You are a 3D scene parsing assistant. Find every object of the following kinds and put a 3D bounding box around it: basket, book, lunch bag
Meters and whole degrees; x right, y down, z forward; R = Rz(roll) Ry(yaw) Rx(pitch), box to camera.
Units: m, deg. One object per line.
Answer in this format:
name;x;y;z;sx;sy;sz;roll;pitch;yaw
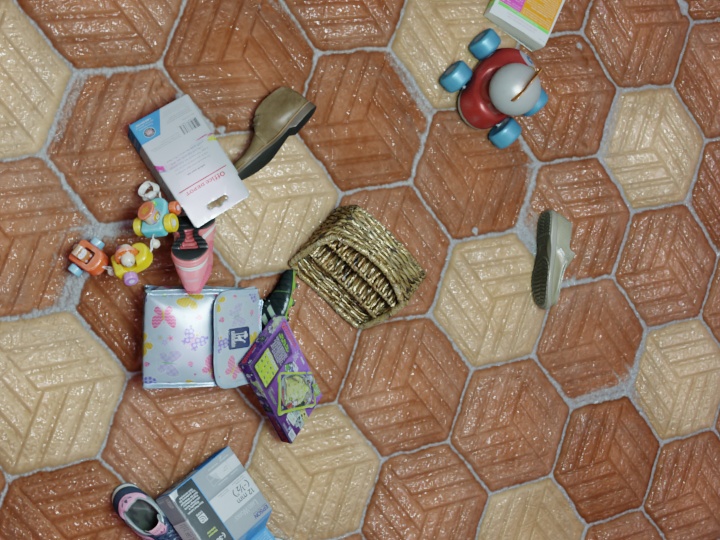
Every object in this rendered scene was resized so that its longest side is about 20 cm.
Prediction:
basket;0.000;0.000;1.676;0.200;0.143;0.149;46;75;-18
book;0.340;-0.556;1.848;0.133;0.048;0.200;29;80;-19
lunch bag;-0.264;0.108;1.572;0.199;0.127;0.170;2;93;-15

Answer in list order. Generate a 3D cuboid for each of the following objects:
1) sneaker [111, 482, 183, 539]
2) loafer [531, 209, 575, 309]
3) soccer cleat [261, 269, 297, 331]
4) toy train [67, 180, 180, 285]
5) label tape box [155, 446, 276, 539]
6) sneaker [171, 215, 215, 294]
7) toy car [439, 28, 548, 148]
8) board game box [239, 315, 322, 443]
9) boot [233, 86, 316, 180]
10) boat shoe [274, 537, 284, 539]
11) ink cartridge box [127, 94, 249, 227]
sneaker;-0.337;0.442;1.586;0.200;0.082;0.070;42;77;-19
loafer;0.391;-0.020;1.874;0.068;0.076;0.201;6;89;-17
soccer cleat;-0.170;0.086;1.654;0.081;0.068;0.201;21;84;-9
toy train;-0.385;-0.061;1.507;0.200;0.150;0.056;-50;149;-8
label tape box;-0.229;0.424;1.594;0.143;0.066;0.200;-36;90;-41
sneaker;-0.278;-0.028;1.550;0.073;0.200;0.087;-1;117;-3
toy car;0.287;-0.348;1.749;0.184;0.200;0.177;46;76;-18
board game box;-0.134;0.190;1.626;0.120;0.032;0.200;-52;135;-35
boot;-0.169;-0.240;1.646;0.075;0.074;0.200;41;73;1
boat shoe;-0.212;0.528;1.642;0.201;0.065;0.075;-8;122;-26
ink cartridge box;-0.287;-0.177;1.572;0.115;0.068;0.200;-33;93;-17
